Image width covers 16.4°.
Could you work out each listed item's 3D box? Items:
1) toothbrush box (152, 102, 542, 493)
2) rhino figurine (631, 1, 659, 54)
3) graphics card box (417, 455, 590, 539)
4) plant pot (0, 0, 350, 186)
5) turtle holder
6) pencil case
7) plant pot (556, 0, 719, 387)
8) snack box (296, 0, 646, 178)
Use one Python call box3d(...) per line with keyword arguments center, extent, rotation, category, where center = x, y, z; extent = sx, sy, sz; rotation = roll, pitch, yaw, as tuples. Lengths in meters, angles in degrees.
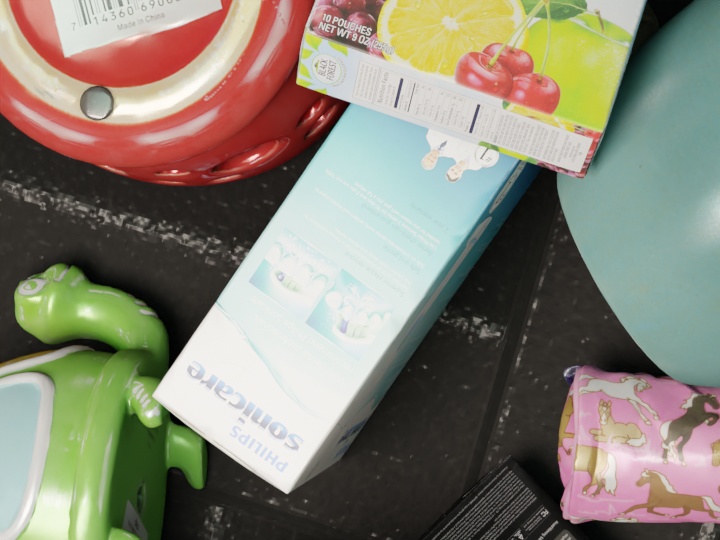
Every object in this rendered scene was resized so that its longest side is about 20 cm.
box3d(center=(0.000, 0.000, 1.225), extent=(0.085, 0.146, 0.200), rotation=(34, 98, 6), category="toothbrush box")
box3d(center=(0.096, -0.171, 1.239), extent=(0.060, 0.087, 0.201), rotation=(-16, 88, 48), category="rhino figurine")
box3d(center=(0.096, 0.206, 1.236), extent=(0.200, 0.051, 0.125), rotation=(47, 59, 3), category="graphics card box")
box3d(center=(-0.097, -0.143, 1.218), extent=(0.200, 0.182, 0.201), rotation=(0, 90, 9), category="plant pot")
box3d(center=(-0.155, 0.093, 1.255), extent=(0.131, 0.141, 0.186), rotation=(4, 94, 10), category="turtle holder")
box3d(center=(0.197, 0.090, 1.225), extent=(0.199, 0.087, 0.083), rotation=(2, 135, 7), category="pencil case")
box3d(center=(0.191, -0.038, 1.177), extent=(0.161, 0.201, 0.201), rotation=(-31, 88, 20), category="plant pot")
box3d(center=(0.068, -0.157, 1.150), extent=(0.142, 0.053, 0.201), rotation=(19, 65, 1), category="snack box")
